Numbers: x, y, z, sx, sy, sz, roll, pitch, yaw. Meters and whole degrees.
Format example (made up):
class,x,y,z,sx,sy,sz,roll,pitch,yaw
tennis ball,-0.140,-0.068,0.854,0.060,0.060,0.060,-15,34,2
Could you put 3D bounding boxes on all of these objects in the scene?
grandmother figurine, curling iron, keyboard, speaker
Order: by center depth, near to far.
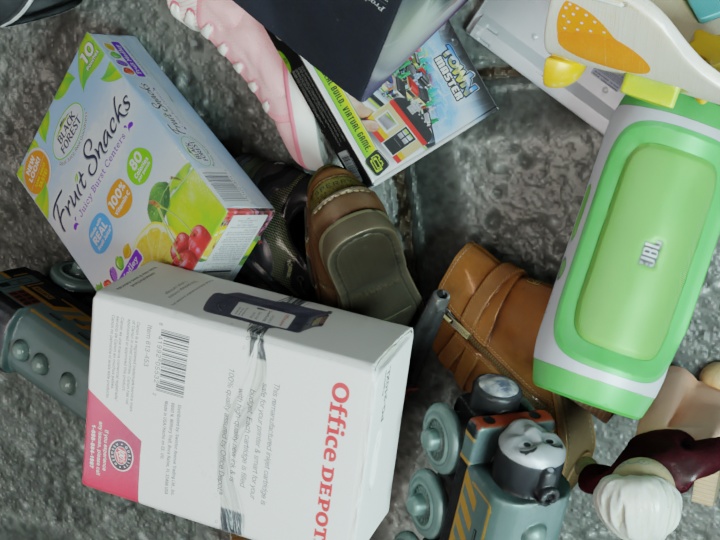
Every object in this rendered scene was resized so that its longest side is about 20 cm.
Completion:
class,x,y,z,sx,sy,sz,roll,pitch,yaw
speaker,0.175,-0.011,0.928,0.088,0.088,0.200,18,90,17
grandmother figurine,0.191,0.117,0.934,0.121,0.200,0.061,-27,94,27
keyboard,0.163,-0.125,0.982,0.200,0.011,0.056,38,111,8
curling iron,0.025,0.087,1.059,0.026,0.050,0.200,40,131,13

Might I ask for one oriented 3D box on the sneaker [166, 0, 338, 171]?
class,x,y,z,sx,sy,sz,roll,pitch,yaw
sneaker,-0.075,-0.163,1.032,0.105,0.075,0.201,-10,94,21

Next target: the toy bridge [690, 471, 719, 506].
class,x,y,z,sx,sy,sz,roll,pitch,yaw
toy bridge,0.322,0.146,0.985,0.200,0.027,0.067,13,108,19

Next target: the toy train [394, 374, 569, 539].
class,x,y,z,sx,sy,sz,roll,pitch,yaw
toy train,0.083,0.170,0.957,0.114,0.085,0.200,50,135,51

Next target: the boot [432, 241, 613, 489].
class,x,y,z,sx,sy,sz,roll,pitch,yaw
boot,0.096,0.091,1.041,0.155,0.077,0.200,36,126,17

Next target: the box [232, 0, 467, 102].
class,x,y,z,sx,sy,sz,roll,pitch,yaw
box,0.038,-0.239,0.853,0.123,0.200,0.198,40,152,7

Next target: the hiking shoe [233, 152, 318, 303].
class,x,y,z,sx,sy,sz,roll,pitch,yaw
hiking shoe,-0.061,0.017,1.081,0.101,0.076,0.200,10,109,23

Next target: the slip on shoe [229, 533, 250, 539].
class,x,y,z,sx,sy,sz,roll,pitch,yaw
slip on shoe,-0.058,0.167,1.137,0.076,0.061,0.200,17,130,19

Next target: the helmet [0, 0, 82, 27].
class,x,y,z,sx,sy,sz,roll,pitch,yaw
helmet,-0.273,-0.264,1.019,0.200,0.191,0.200,7,108,22

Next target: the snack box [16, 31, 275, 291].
class,x,y,z,sx,sy,sz,roll,pitch,yaw
snack box,-0.163,-0.057,1.074,0.200,0.053,0.142,51,122,27

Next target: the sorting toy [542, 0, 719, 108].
class,x,y,z,sx,sy,sz,roll,pitch,yaw
sorting toy,0.218,-0.140,0.865,0.180,0.200,0.107,27,133,13

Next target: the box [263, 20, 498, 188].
class,x,y,z,sx,sy,sz,roll,pitch,yaw
box,-0.003,-0.167,0.979,0.200,0.110,0.035,60,161,-8

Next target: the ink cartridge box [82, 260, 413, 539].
class,x,y,z,sx,sy,sz,roll,pitch,yaw
ink cartridge box,-0.076,0.092,0.971,0.200,0.084,0.145,14,111,18

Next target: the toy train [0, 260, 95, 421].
class,x,y,z,sx,sy,sz,roll,pitch,yaw
toy train,-0.213,0.060,1.124,0.200,0.114,0.085,31,117,27

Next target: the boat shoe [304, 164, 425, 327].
class,x,y,z,sx,sy,sz,roll,pitch,yaw
boat shoe,0.000,0.000,1.015,0.200,0.072,0.068,88,159,-57
